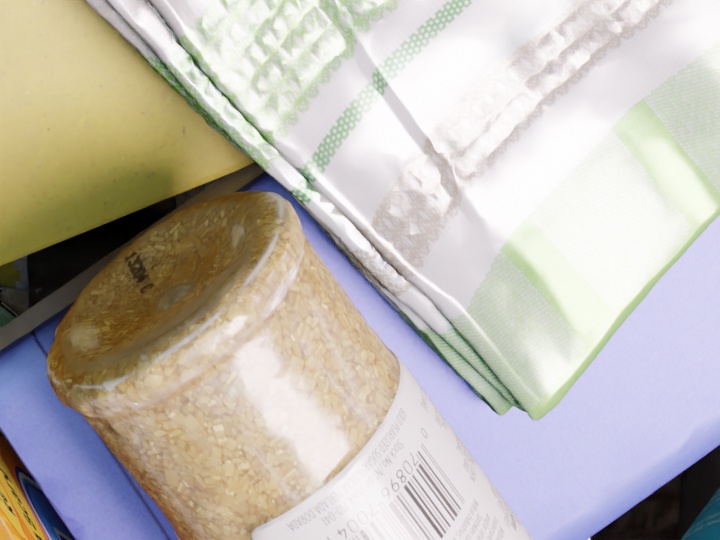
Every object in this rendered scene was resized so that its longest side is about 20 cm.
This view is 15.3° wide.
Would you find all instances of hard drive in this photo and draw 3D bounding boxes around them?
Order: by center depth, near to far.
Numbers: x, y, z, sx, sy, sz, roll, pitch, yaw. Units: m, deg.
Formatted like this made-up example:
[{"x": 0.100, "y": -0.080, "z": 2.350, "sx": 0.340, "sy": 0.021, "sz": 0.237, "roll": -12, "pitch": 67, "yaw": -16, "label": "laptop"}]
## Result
[{"x": 0.018, "y": 0.019, "z": 0.668, "sx": 0.199, "sy": 0.025, "sz": 0.132, "roll": -34, "pitch": 114, "yaw": -7, "label": "hard drive"}]

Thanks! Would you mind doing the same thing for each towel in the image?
[{"x": 0.030, "y": -0.072, "z": 0.600, "sx": 0.149, "sy": 0.031, "sz": 0.200, "roll": -45, "pitch": 123, "yaw": -1, "label": "towel"}]

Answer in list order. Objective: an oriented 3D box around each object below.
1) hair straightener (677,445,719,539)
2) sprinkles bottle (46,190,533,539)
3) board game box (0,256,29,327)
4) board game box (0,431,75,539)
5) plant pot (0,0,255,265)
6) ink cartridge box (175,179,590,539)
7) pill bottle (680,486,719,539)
[{"x": 0.109, "y": 0.021, "z": 0.851, "sx": 0.076, "sy": 0.041, "sz": 0.201, "roll": -10, "pitch": 116, "yaw": -15, "label": "hair straightener"}, {"x": 0.010, "y": 0.075, "z": 0.630, "sx": 0.068, "sy": 0.068, "sz": 0.200, "roll": -38, "pitch": 114, "yaw": -4, "label": "sprinkles bottle"}, {"x": -0.193, "y": -0.017, "z": 0.746, "sx": 0.199, "sy": 0.029, "sz": 0.136, "roll": -6, "pitch": 108, "yaw": -17, "label": "board game box"}, {"x": -0.121, "y": 0.177, "z": 0.690, "sx": 0.199, "sy": 0.200, "sz": 0.200, "roll": -33, "pitch": 79, "yaw": -1, "label": "board game box"}, {"x": -0.122, "y": -0.099, "z": 0.642, "sx": 0.199, "sy": 0.200, "sz": 0.177, "roll": -22, "pitch": 113, "yaw": -15, "label": "plant pot"}, {"x": 0.000, "y": 0.000, "z": 0.750, "sx": 0.075, "sy": 0.148, "sz": 0.201, "roll": -11, "pitch": 110, "yaw": -15, "label": "ink cartridge box"}, {"x": 0.148, "y": 0.099, "z": 0.790, "sx": 0.200, "sy": 0.110, "sz": 0.111, "roll": -47, "pitch": 121, "yaw": -39, "label": "pill bottle"}]
